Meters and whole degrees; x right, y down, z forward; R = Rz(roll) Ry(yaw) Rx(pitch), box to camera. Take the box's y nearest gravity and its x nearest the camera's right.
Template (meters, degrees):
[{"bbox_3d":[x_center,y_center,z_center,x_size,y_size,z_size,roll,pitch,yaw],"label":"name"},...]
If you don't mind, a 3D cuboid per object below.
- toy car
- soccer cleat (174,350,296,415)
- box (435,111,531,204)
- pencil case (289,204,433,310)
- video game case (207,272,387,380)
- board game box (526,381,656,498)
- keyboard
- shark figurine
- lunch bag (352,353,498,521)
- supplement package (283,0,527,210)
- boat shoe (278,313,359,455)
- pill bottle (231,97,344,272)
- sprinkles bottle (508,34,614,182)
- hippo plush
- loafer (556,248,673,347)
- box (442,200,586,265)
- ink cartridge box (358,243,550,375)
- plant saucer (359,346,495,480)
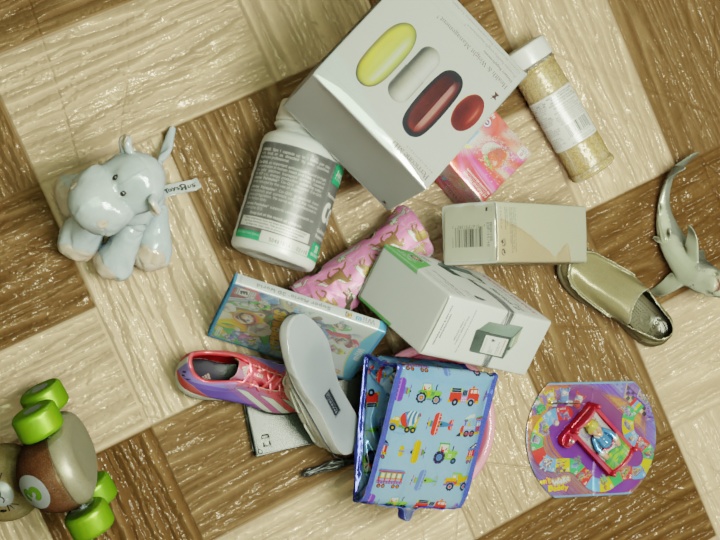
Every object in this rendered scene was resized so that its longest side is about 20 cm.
[{"bbox_3d":[-0.414,0.254,1.430,0.198,0.158,0.166,-25,105,-3],"label":"toy car"},{"bbox_3d":[-0.134,0.138,1.529,0.198,0.073,0.069,9,67,-12],"label":"soccer cleat"},{"bbox_3d":[0.115,-0.189,1.601,0.103,0.095,0.200,-44,99,-12],"label":"box"},{"bbox_3d":[0.000,0.000,1.567,0.199,0.087,0.083,-36,64,-12],"label":"pencil case"},{"bbox_3d":[-0.082,0.074,1.517,0.198,0.143,0.018,18,55,-11],"label":"video game case"},{"bbox_3d":[0.328,0.235,1.671,0.198,0.039,0.160,0,88,-14],"label":"board game box"},{"bbox_3d":[-0.047,0.209,1.585,0.198,0.021,0.128,-11,85,-14],"label":"keyboard"},{"bbox_3d":[0.463,-0.048,1.712,0.089,0.128,0.217,-3,70,-39],"label":"shark figurine"},{"bbox_3d":[0.075,0.216,1.516,0.149,0.094,0.202,8,91,-28],"label":"lunch bag"},{"bbox_3d":[0.051,-0.218,1.455,0.191,0.147,0.200,43,73,-8],"label":"supplement package"},{"bbox_3d":[-0.066,0.145,1.499,0.073,0.065,0.202,-39,119,-42],"label":"boat shoe"},{"bbox_3d":[-0.085,-0.109,1.537,0.112,0.113,0.202,18,84,-13],"label":"pill bottle"},{"bbox_3d":[0.271,-0.221,1.658,0.068,0.068,0.201,-33,97,-13],"label":"sprinkles bottle"},{"bbox_3d":[-0.275,-0.074,1.461,0.199,0.161,0.161,-26,94,-14],"label":"hippo plush"},{"bbox_3d":[0.361,0.034,1.673,0.199,0.067,0.076,33,80,-11],"label":"loafer"},{"bbox_3d":[0.204,-0.047,1.578,0.199,0.094,0.079,0,88,-44],"label":"box"},{"bbox_3d":[0.120,0.051,1.525,0.199,0.146,0.085,15,107,-42],"label":"ink cartridge box"},{"bbox_3d":[0.083,0.198,1.589,0.199,0.051,0.203,2,85,-25],"label":"plant saucer"}]
